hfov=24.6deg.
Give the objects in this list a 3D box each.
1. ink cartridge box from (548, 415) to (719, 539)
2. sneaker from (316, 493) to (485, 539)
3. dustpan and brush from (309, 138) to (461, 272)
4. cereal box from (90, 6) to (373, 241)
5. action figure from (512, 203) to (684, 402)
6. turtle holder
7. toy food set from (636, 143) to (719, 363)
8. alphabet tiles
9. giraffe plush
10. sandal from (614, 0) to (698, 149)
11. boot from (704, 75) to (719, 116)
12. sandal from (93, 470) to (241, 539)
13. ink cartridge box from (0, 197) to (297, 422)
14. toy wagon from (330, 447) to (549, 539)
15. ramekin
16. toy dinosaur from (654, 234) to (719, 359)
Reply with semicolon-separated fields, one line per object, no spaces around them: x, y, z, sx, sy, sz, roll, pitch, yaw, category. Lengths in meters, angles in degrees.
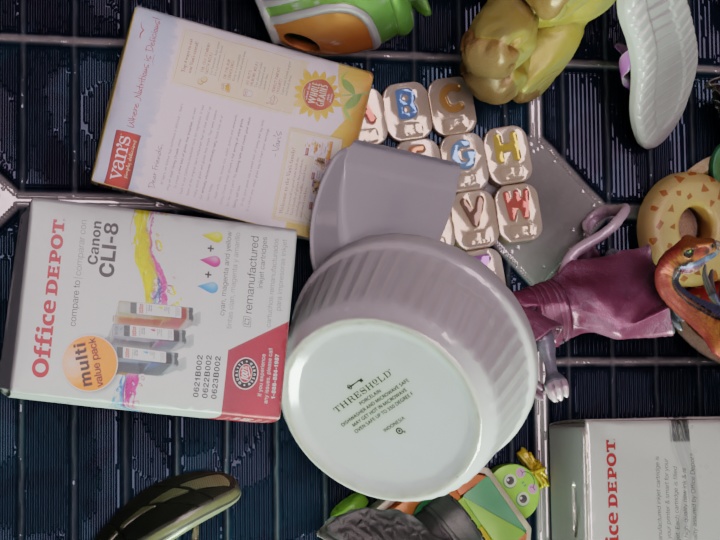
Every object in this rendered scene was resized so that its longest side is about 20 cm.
0.261;0.195;1.370;0.199;0.083;0.148;1;84;-16;ink cartridge box
0.063;0.255;1.286;0.104;0.060;0.200;-33;89;-17;sneaker
0.000;0.000;1.313;0.139;0.057;0.201;8;95;-46;dustpan and brush
-0.102;-0.113;1.311;0.199;0.040;0.145;15;87;-9;cereal box
0.156;0.030;1.331;0.199;0.134;0.150;-12;88;-18;action figure
-0.032;-0.258;1.303;0.131;0.141;0.186;-23;99;1;turtle holder
0.343;-0.015;1.428;0.197;0.049;0.201;-28;92;-15;toy food set
0.053;-0.060;1.372;0.199;0.015;0.197;-9;88;-15;alphabet tiles
0.125;-0.256;1.348;0.200;0.173;0.162;-42;75;-4;giraffe plush
0.238;-0.188;1.369;0.082;0.203;0.050;-40;53;-21;sandal
0.407;-0.114;1.406;0.174;0.069;0.200;-33;83;-8;boot
-0.172;0.226;1.264;0.201;0.080;0.057;-41;113;-8;sandal
-0.163;0.033;1.239;0.199;0.145;0.146;6;84;-13;ink cartridge box
0.076;0.216;1.342;0.200;0.040;0.155;-37;95;-15;toy wagon
0.029;0.083;1.240;0.202;0.202;0.094;45;33;-7;ramekin
0.309;0.056;1.291;0.181;0.105;0.201;22;50;-11;toy dinosaur
